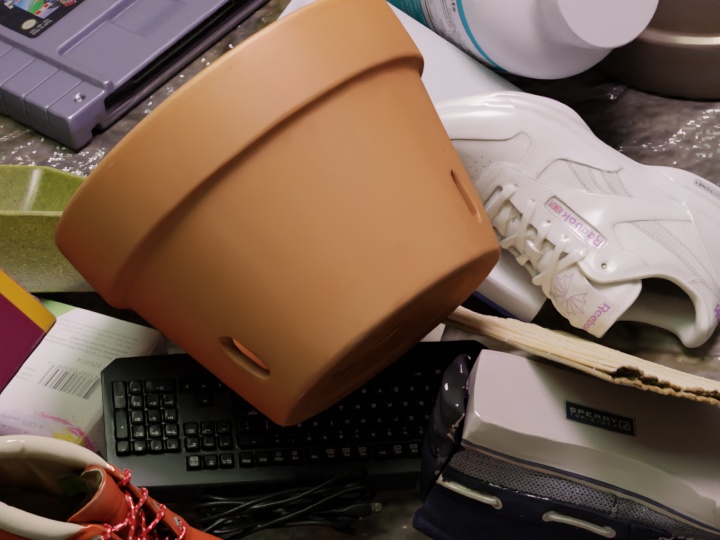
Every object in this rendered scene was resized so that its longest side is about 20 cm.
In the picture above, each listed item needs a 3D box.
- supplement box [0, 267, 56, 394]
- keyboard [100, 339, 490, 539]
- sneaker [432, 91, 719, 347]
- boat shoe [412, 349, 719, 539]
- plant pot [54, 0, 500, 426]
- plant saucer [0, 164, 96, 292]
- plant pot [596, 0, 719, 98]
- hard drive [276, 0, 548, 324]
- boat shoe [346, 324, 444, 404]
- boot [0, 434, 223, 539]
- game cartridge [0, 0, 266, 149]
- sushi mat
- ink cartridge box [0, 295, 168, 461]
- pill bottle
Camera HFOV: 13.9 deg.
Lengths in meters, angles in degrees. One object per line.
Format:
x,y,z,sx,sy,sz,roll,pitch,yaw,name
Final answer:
-0.245,0.081,1.385,0.086,0.110,0.200,41,52,-8,supplement box
-0.026,0.082,1.463,0.200,0.040,0.104,-4,70,-7,keyboard
0.106,-0.026,1.519,0.200,0.075,0.100,22,54,-7,sneaker
0.120,0.108,1.425,0.200,0.093,0.075,19,39,-7,boat shoe
-0.026,-0.020,1.425,0.200,0.200,0.140,-35,81,-23,plant pot
-0.214,-0.022,1.579,0.200,0.048,0.200,0,9,-33,plant saucer
0.203,-0.227,1.686,0.200,0.174,0.200,-7,41,6,plant pot
0.033,-0.070,1.583,0.200,0.025,0.132,33,48,0,hard drive
0.003,0.001,1.572,0.074,0.063,0.201,16,49,-17,boat shoe
-0.109,0.135,1.378,0.200,0.107,0.075,17,55,-13,boot
-0.149,-0.160,1.805,0.130,0.038,0.200,29,56,32,game cartridge
0.112,0.041,1.439,0.096,0.012,0.200,14,2,-28,sushi mat
-0.191,0.106,1.496,0.117,0.067,0.200,15,48,27,ink cartridge box
0.081,-0.165,1.649,0.111,0.111,0.200,-35,25,-23,pill bottle
